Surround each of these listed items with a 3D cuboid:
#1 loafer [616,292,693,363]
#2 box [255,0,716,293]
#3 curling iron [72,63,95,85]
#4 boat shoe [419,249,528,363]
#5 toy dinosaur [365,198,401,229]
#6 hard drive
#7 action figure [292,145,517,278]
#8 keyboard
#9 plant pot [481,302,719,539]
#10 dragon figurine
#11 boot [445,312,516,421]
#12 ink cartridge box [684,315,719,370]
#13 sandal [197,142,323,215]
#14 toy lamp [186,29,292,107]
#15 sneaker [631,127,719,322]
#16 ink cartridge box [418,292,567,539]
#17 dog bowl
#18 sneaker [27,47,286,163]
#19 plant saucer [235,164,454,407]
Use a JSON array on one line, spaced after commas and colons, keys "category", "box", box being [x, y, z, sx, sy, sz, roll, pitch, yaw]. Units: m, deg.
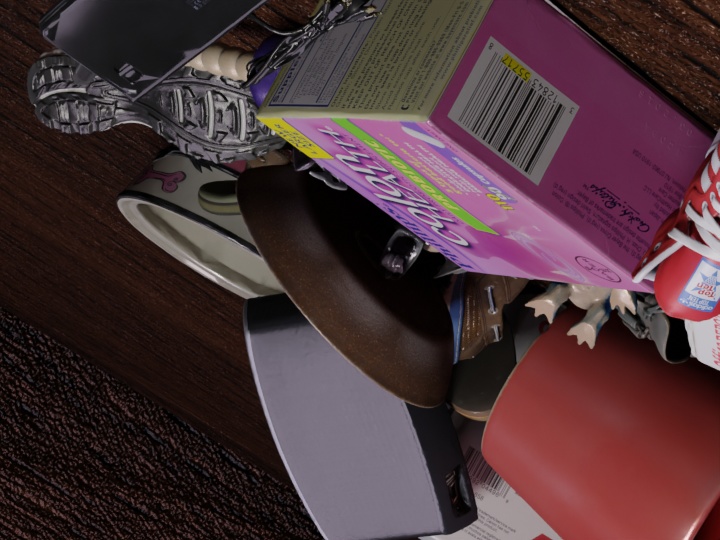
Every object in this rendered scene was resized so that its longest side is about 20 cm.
[{"category": "loafer", "box": [0.216, 0.035, 1.628, 0.199, 0.063, 0.072, 17, 163, 45]}, {"category": "box", "box": [0.070, -0.078, 1.419, 0.176, 0.097, 0.200, 35, 168, -27]}, {"category": "curling iron", "box": [-0.162, -0.171, 1.649, 0.049, 0.026, 0.200, 26, 154, -4]}, {"category": "boat shoe", "box": [0.077, -0.009, 1.746, 0.201, 0.072, 0.073, 98, 155, -57]}, {"category": "toy dinosaur", "box": [-0.001, -0.024, 1.808, 0.200, 0.102, 0.077, 32, -149, -44]}, {"category": "hard drive", "box": [-0.004, 0.107, 1.808, 0.134, 0.042, 0.201, -8, 114, 29]}, {"category": "action figure", "box": [0.048, -0.048, 1.590, 0.200, 0.130, 0.070, 38, -150, -32]}, {"category": "keyboard", "box": [-0.070, -0.151, 1.375, 0.127, 0.021, 0.199, 35, 131, -28]}, {"category": "plant pot", "box": [0.195, 0.125, 1.788, 0.177, 0.201, 0.201, 34, 170, 20]}, {"category": "dragon figurine", "box": [0.157, -0.019, 1.548, 0.059, 0.100, 0.200, 30, 149, 1]}, {"category": "boot", "box": [0.073, 0.059, 1.881, 0.200, 0.073, 0.076, -119, 10, -54]}, {"category": "ink cartridge box", "box": [0.288, 0.038, 1.417, 0.199, 0.084, 0.145, 26, 168, 17]}, {"category": "sandal", "box": [-0.043, -0.077, 1.797, 0.079, 0.058, 0.200, -9, 175, -38]}, {"category": "toy lamp", "box": [-0.083, -0.137, 1.642, 0.199, 0.058, 0.058, 19, 164, 46]}, {"category": "sneaker", "box": [0.193, -0.033, 1.271, 0.071, 0.113, 0.200, 27, 168, 6]}, {"category": "ink cartridge box", "box": [0.133, 0.137, 1.922, 0.144, 0.201, 0.084, 31, 172, -11]}, {"category": "dog bowl", "box": [-0.094, -0.037, 2.040, 0.199, 0.074, 0.200, 27, 168, 6]}, {"category": "sneaker", "box": [-0.133, -0.130, 1.783, 0.199, 0.079, 0.074, 12, 118, 20]}, {"category": "plant saucer", "box": [0.000, 0.000, 1.657, 0.200, 0.037, 0.201, 43, -162, -17]}]
